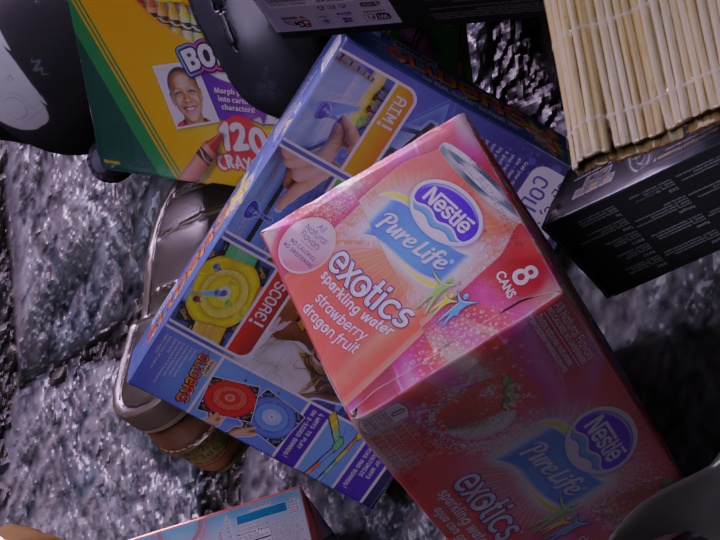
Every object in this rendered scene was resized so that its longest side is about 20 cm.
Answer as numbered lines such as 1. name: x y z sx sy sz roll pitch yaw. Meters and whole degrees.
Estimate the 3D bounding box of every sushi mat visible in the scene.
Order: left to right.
1. sushi mat: 0.107 -0.136 0.954 0.095 0.012 0.201 -24 56 25

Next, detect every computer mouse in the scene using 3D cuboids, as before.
1. computer mouse: -0.076 -0.153 1.125 0.059 0.034 0.200 -33 92 44

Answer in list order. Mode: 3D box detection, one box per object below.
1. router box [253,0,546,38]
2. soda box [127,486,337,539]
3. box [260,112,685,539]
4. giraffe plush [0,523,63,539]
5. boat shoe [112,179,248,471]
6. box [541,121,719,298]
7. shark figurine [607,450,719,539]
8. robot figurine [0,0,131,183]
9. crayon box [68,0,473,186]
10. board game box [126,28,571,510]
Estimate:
1. router box: 0.058 -0.183 1.057 0.199 0.052 0.158 -2 60 25
2. soda box: -0.105 0.169 1.185 0.199 0.068 0.064 -17 61 6
3. box: 0.053 0.045 0.995 0.094 0.200 0.103 -30 52 5
4. giraffe plush: -0.206 0.244 1.322 0.162 0.172 0.200 -10 106 58
5. boat shoe: -0.067 0.008 1.259 0.072 0.068 0.200 -12 48 43
6. box: 0.175 -0.087 0.958 0.200 0.044 0.160 -27 26 42
7. shark figurine: 0.182 0.040 0.948 0.214 0.089 0.129 -23 61 42
8. robot figurine: -0.139 -0.140 1.349 0.150 0.125 0.200 50 130 -7
9. crayon box: -0.043 -0.103 1.192 0.199 0.058 0.119 9 119 34
10. board game box: 0.000 0.000 1.135 0.200 0.135 0.034 -55 14 23
